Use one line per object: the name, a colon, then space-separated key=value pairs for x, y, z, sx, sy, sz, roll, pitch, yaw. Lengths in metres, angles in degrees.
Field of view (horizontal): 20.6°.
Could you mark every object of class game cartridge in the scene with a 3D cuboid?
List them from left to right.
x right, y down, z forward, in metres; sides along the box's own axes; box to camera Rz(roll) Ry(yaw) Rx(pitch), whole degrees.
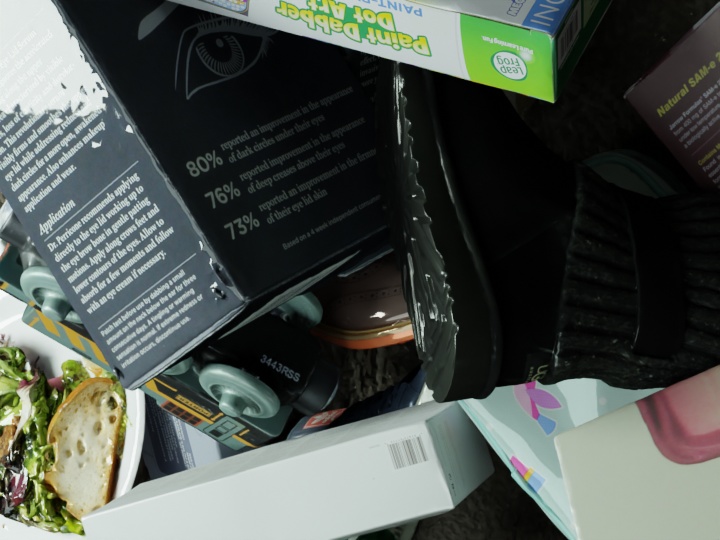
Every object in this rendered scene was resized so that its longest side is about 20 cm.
game cartridge: x=-0.107 y=0.061 z=1.183 sx=0.133 sy=0.041 sz=0.201 roll=20 pitch=126 yaw=63

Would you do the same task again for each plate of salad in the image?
plate of salad: x=-0.216 y=0.098 z=1.218 sx=0.200 sy=0.048 sz=0.201 roll=-8 pitch=76 yaw=33

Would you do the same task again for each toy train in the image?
toy train: x=-0.109 y=0.025 z=1.050 sx=0.200 sy=0.085 sz=0.114 roll=30 pitch=153 yaw=-13

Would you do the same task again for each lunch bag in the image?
lunch bag: x=0.139 y=0.048 z=0.963 sx=0.160 sy=0.077 sz=0.200 roll=-41 pitch=85 yaw=10

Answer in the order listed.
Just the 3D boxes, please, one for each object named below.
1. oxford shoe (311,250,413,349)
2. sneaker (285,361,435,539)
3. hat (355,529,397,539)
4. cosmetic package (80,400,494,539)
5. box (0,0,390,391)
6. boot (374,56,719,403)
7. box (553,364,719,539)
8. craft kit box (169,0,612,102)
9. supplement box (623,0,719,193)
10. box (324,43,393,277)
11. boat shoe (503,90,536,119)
oxford shoe: x=0.000 y=0.000 z=1.083 sx=0.200 sy=0.071 sz=0.073 roll=-4 pitch=103 yaw=40
sneaker: x=0.005 y=0.094 z=1.117 sx=0.084 sy=0.075 sz=0.200 roll=38 pitch=127 yaw=17
hat: x=0.102 y=0.197 z=1.002 sx=0.176 sy=0.200 sz=0.166 roll=-13 pitch=83 yaw=15
cosmetic package: x=-0.037 y=0.118 z=1.031 sx=0.200 sy=0.083 sz=0.051 roll=-17 pitch=94 yaw=20
box: x=-0.087 y=-0.071 z=0.925 sx=0.104 sy=0.148 sz=0.200 roll=-35 pitch=85 yaw=42
boot: x=0.093 y=-0.035 z=0.882 sx=0.079 sy=0.157 sz=0.212 roll=111 pitch=152 yaw=-62
box: x=0.201 y=0.100 z=0.824 sx=0.200 sy=0.109 sz=0.128 roll=-25 pitch=139 yaw=18
craft kit box: x=0.034 y=-0.177 z=0.876 sx=0.197 sy=0.200 sz=0.049 roll=19 pitch=146 yaw=20
supplement box: x=0.226 y=-0.043 z=0.892 sx=0.200 sy=0.061 sz=0.109 roll=51 pitch=131 yaw=7
box: x=-0.034 y=-0.121 z=1.031 sx=0.148 sy=0.107 sz=0.201 roll=18 pitch=119 yaw=32
boat shoe: x=0.066 y=-0.106 z=0.968 sx=0.075 sy=0.068 sz=0.201 roll=34 pitch=124 yaw=49
